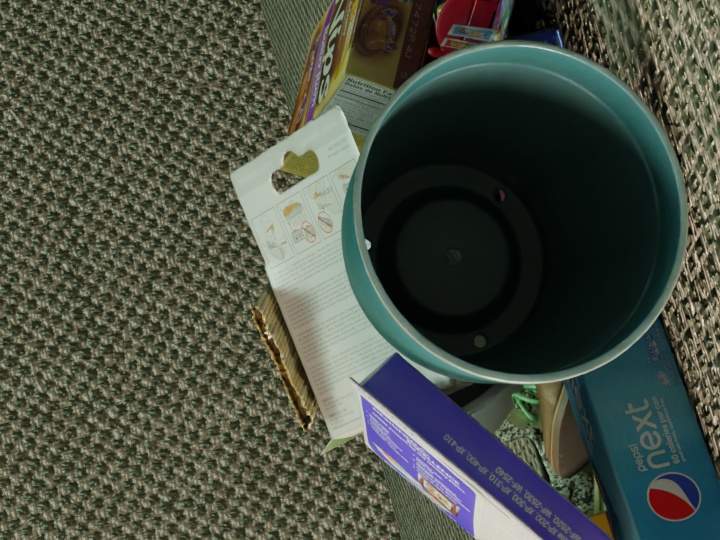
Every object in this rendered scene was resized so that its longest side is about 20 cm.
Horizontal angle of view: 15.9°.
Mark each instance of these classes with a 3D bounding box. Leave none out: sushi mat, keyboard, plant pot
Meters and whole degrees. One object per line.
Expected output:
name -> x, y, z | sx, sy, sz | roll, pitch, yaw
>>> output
sushi mat -> -0.042, 0.041, 1.849 | 0.200, 0.012, 0.096 | -65, -48, -73
keyboard -> 0.136, -0.108, 1.791 | 0.127, 0.021, 0.201 | 112, 144, -82
plant pot -> 0.075, -0.019, 1.569 | 0.188, 0.199, 0.201 | 140, 117, -75

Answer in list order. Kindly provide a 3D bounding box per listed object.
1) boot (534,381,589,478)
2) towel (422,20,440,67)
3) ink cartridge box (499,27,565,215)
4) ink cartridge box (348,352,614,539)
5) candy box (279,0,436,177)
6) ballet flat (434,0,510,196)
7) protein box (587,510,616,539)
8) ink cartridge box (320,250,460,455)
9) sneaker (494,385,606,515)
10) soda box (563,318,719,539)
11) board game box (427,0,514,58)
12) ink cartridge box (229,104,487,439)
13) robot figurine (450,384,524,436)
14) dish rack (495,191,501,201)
boot -> 0.138, 0.050, 1.755 | 0.075, 0.074, 0.201 | 26, 132, 34
towel -> 0.008, -0.104, 1.918 | 0.200, 0.022, 0.145 | -61, 20, 28
ink cartridge box -> 0.115, -0.098, 1.729 | 0.200, 0.042, 0.120 | -165, 62, -82
ink cartridge box -> 0.083, 0.135, 1.580 | 0.198, 0.043, 0.200 | 40, 171, 12
candy box -> 0.000, -0.147, 1.819 | 0.200, 0.056, 0.117 | 134, 152, -67
ballet flat -> 0.094, -0.131, 1.878 | 0.067, 0.063, 0.201 | 75, -173, -57
protein box -> 0.129, 0.272, 1.827 | 0.199, 0.199, 0.135 | 92, 164, -69
ink cartridge box -> 0.048, 0.044, 1.851 | 0.048, 0.145, 0.200 | 56, 143, 13
sneaker -> 0.139, 0.096, 1.874 | 0.077, 0.088, 0.201 | -156, 53, -83
soda box -> 0.185, 0.128, 1.635 | 0.068, 0.064, 0.201 | 87, 169, -59
board game box -> 0.071, -0.184, 1.739 | 0.200, 0.039, 0.159 | 122, 161, -68
ink cartridge box -> 0.000, 0.000, 1.731 | 0.161, 0.050, 0.201 | -28, 81, 55
robot figurine -> 0.066, 0.047, 2.073 | 0.200, 0.150, 0.125 | 49, -174, -17
dish rack -> 0.105, -0.070, 2.001 | 0.200, 0.054, 0.154 | -111, 10, -53
